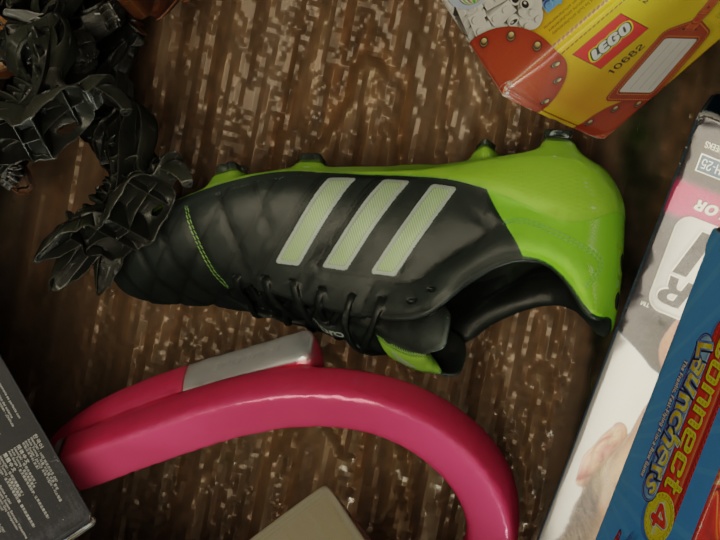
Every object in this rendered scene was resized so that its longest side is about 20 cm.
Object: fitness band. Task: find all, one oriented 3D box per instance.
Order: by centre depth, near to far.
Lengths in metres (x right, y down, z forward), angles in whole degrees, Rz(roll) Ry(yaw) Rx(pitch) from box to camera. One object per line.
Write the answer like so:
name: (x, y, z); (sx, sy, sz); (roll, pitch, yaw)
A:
fitness band: (-0.037, 0.101, 1.000); (0.199, 0.037, 0.144); (-18, 118, 20)

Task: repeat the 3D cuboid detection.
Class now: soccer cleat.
soccer cleat: (0.000, 0.000, 0.979); (0.199, 0.068, 0.081); (-7, 67, 13)

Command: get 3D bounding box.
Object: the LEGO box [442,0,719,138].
LEGO box: (0.101, -0.167, 0.869); (0.200, 0.077, 0.149); (-41, 63, 19)

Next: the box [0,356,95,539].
box: (-0.196, 0.035, 1.000); (0.200, 0.049, 0.161); (59, 149, -1)

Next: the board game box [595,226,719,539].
board game box: (0.181, 0.103, 0.917); (0.199, 0.056, 0.197); (12, 105, -26)

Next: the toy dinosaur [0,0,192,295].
toy dinosaur: (-0.117, -0.081, 0.977); (0.102, 0.136, 0.200); (24, 130, -34)

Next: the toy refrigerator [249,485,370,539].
toy refrigerator: (0.021, 0.177, 0.952); (0.070, 0.076, 0.200); (-37, 126, -1)

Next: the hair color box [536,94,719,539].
hair color box: (0.138, 0.047, 0.967); (0.100, 0.061, 0.201); (21, 104, 8)
